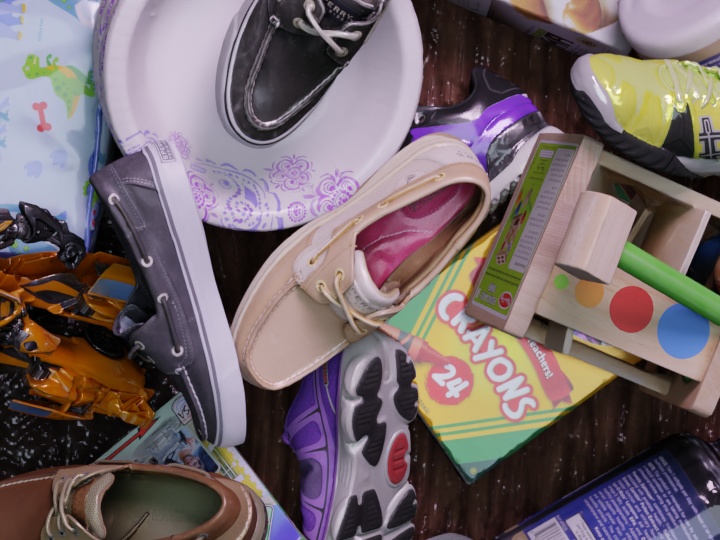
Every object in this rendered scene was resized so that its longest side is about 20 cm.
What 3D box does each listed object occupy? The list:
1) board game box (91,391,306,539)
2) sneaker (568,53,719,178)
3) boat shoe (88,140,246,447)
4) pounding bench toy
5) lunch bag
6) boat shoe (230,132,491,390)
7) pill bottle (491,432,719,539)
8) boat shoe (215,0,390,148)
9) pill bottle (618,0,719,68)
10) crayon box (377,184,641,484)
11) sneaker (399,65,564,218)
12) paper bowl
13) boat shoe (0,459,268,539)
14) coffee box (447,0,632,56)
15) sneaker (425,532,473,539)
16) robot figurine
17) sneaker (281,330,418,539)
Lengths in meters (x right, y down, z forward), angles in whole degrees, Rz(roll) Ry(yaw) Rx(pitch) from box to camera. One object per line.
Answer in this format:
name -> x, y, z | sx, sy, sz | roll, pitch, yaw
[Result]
board game box -> -0.147, 0.188, 1.507 | 0.200, 0.029, 0.135 | -39, 63, -2
sneaker -> 0.213, -0.096, 1.389 | 0.199, 0.076, 0.077 | 15, 130, -25
boat shoe -> -0.119, 0.022, 1.419 | 0.066, 0.070, 0.201 | -18, 118, -12
pounding bench toy -> 0.173, 0.007, 1.409 | 0.155, 0.200, 0.125 | 23, 90, -9
lunch bag -> -0.236, -0.093, 1.505 | 0.159, 0.082, 0.202 | 10, 89, 0
boat shoe -> 0.000, 0.000, 1.435 | 0.200, 0.069, 0.074 | -46, 115, 3
pill bottle -> 0.190, 0.174, 1.510 | 0.199, 0.112, 0.112 | -29, 92, -2
boat shoe -> -0.022, -0.159, 1.381 | 0.070, 0.064, 0.201 | 26, 99, -20
pill bottle -> 0.257, -0.123, 1.482 | 0.111, 0.111, 0.200 | -47, 124, -2
crayon box -> 0.112, 0.029, 1.537 | 0.199, 0.051, 0.127 | -36, 91, -3
sneaker -> 0.029, -0.056, 1.529 | 0.200, 0.070, 0.100 | -39, 85, -6
paper bowl -> -0.067, -0.133, 1.467 | 0.199, 0.104, 0.202 | -4, 108, -12
boat shoe -> -0.159, 0.148, 1.468 | 0.198, 0.074, 0.076 | -4, 67, 14
coffee box -> 0.096, -0.222, 1.520 | 0.199, 0.080, 0.115 | 21, 89, -3
sneaker -> 0.016, 0.257, 1.527 | 0.070, 0.080, 0.201 | 33, 69, 4
robot figurine -> -0.195, 0.033, 1.455 | 0.199, 0.058, 0.145 | 16, 121, -39
sneaker -> -0.012, 0.128, 1.524 | 0.080, 0.083, 0.202 | -8, 110, -44
